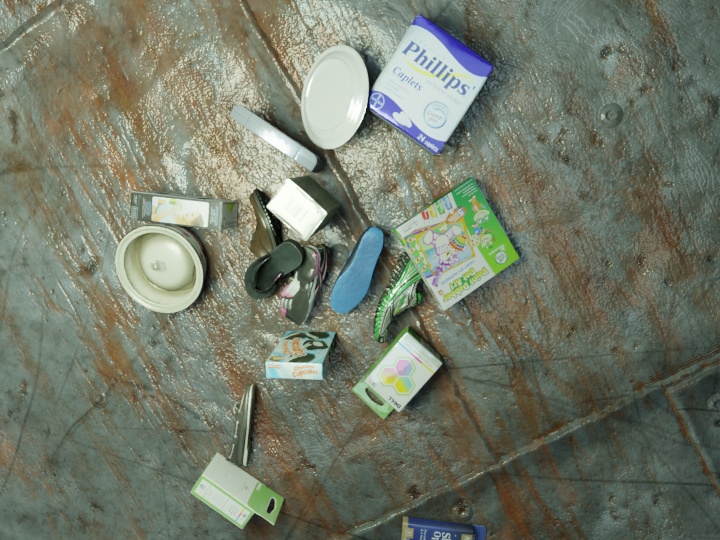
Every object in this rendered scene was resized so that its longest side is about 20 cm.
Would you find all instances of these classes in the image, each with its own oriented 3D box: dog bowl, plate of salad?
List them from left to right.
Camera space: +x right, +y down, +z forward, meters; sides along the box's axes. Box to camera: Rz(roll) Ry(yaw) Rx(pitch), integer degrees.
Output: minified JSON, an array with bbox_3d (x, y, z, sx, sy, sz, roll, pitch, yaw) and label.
[{"bbox_3d":[-0.426,-0.014,1.252,0.196,0.074,0.204,2,113,5],"label":"dog bowl"},{"bbox_3d":[-0.049,-0.347,1.156,0.198,0.048,0.205,0,90,44],"label":"plate of salad"}]

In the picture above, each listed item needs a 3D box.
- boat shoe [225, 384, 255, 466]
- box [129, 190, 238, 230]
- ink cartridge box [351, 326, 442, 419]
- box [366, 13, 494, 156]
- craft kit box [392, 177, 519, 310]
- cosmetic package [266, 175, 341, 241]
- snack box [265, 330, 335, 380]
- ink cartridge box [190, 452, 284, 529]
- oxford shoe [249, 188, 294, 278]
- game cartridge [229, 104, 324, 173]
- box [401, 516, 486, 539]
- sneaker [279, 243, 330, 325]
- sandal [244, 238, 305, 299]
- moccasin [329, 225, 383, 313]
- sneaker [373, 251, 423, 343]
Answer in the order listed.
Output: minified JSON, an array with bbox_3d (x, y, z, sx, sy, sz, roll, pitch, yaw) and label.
[{"bbox_3d":[-0.279,0.358,1.320,0.056,0.067,0.204,7,104,-1],"label":"boat shoe"},{"bbox_3d":[-0.372,-0.129,1.224,0.196,0.117,0.061,8,98,6],"label":"box"},{"bbox_3d":[0.077,0.234,1.260,0.104,0.059,0.201,40,100,-2],"label":"ink cartridge box"},{"bbox_3d":[0.132,-0.363,1.141,0.182,0.105,0.202,33,100,-1],"label":"box"},{"bbox_3d":[0.199,-0.055,1.193,0.198,0.048,0.199,-34,98,-6],"label":"craft kit box"},{"bbox_3d":[-0.109,-0.130,1.154,0.105,0.200,0.071,41,102,-1],"label":"cosmetic package"},{"bbox_3d":[-0.120,0.175,1.205,0.114,0.200,0.038,0,102,5],"label":"snack box"},{"bbox_3d":[-0.283,0.523,1.328,0.198,0.104,0.060,35,101,-2],"label":"ink cartridge box"},{"bbox_3d":[-0.211,-0.074,1.239,0.083,0.073,0.204,-14,97,12],"label":"oxford shoe"},{"bbox_3d":[-0.167,-0.268,1.171,0.198,0.133,0.041,34,102,-1],"label":"game cartridge"},{"bbox_3d":[0.193,0.650,1.342,0.196,0.032,0.124,4,100,4],"label":"box"},{"bbox_3d":[-0.108,0.030,1.245,0.080,0.086,0.202,37,124,19],"label":"sneaker"},{"bbox_3d":[-0.194,0.003,1.203,0.075,0.048,0.200,45,128,-5],"label":"sandal"},{"bbox_3d":[0.000,0.000,1.235,0.080,0.068,0.202,30,102,-8],"label":"moccasin"},{"bbox_3d":[0.085,0.069,1.231,0.084,0.078,0.203,25,100,0],"label":"sneaker"}]
